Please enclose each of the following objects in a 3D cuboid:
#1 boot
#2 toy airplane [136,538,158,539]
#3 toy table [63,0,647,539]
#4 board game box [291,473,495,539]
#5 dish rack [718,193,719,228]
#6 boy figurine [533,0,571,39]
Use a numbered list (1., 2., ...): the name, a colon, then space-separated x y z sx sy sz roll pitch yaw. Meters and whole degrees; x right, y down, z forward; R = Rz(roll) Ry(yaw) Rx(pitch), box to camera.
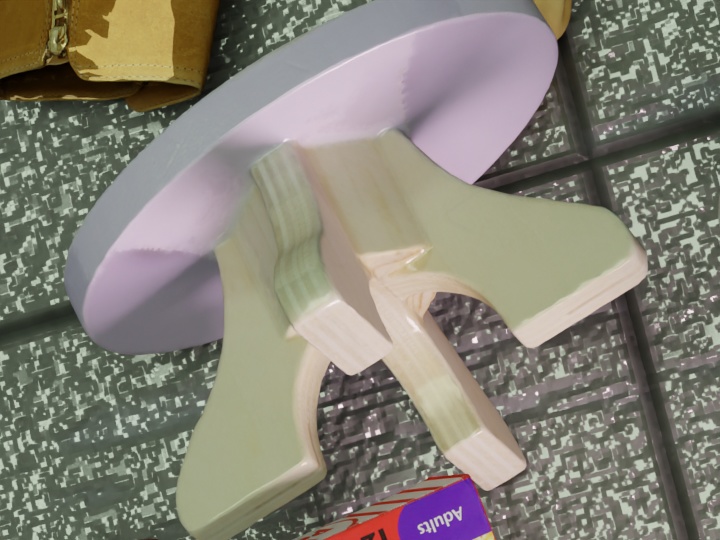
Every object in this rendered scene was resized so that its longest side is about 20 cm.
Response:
1. boot: -0.057 -0.138 1.068 0.200 0.071 0.145 -11 71 27
2. toy airplane: -0.166 0.182 1.017 0.199 0.141 0.200 5 75 29
3. toy table: 0.000 0.000 0.994 0.200 0.184 0.118 -39 58 18
4. board game box: 0.002 0.191 0.968 0.151 0.046 0.201 -22 92 -20
5. dish rack: 0.230 0.004 0.894 0.199 0.044 0.173 -25 78 4
6. boy figurine: 0.078 -0.166 1.048 0.124 0.064 0.201 15 87 15
